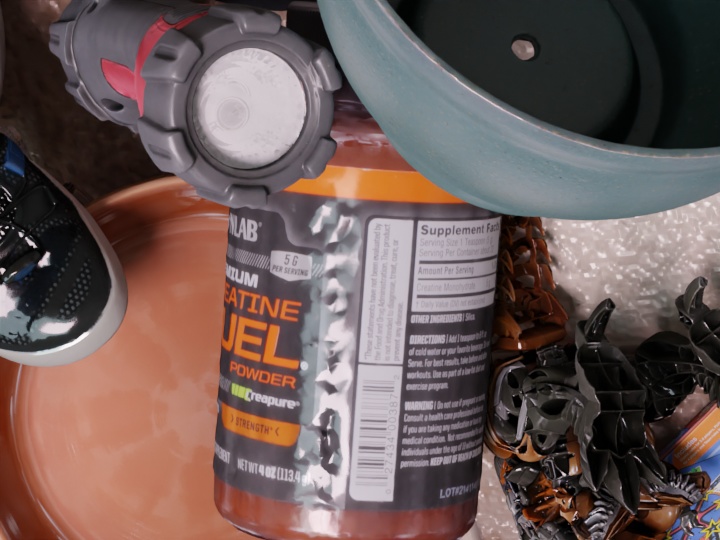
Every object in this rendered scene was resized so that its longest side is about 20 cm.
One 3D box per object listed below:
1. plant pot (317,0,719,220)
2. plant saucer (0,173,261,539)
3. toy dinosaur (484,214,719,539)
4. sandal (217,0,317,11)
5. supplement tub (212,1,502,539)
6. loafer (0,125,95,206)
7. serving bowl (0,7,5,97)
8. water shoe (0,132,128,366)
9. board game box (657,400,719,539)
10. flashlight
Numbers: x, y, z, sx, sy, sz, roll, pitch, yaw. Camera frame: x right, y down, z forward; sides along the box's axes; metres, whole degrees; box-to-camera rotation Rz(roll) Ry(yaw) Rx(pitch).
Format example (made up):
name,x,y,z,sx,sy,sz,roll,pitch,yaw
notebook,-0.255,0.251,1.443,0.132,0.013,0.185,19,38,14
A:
name,x,y,z,sx,sy,sz,roll,pitch,yaw
plant pot,0.069,-0.099,0.744,0.200,0.201,0.134,37,153,4
plant saucer,-0.063,0.058,0.915,0.199,0.032,0.202,-1,98,-11
toy dinosaur,0.083,0.059,0.863,0.201,0.102,0.136,56,150,-9
sandal,-0.086,-0.145,0.871,0.199,0.043,0.077,15,122,20
supplement tub,0.000,0.000,0.849,0.106,0.107,0.202,7,97,24
loafer,-0.106,0.020,0.959,0.063,0.072,0.201,-27,112,-7
serving bowl,-0.242,-0.114,0.938,0.199,0.066,0.201,4,129,5
water shoe,-0.173,-0.040,0.845,0.200,0.079,0.072,43,87,9
board game box,0.133,0.140,0.927,0.103,0.019,0.200,40,126,1
flashlight,-0.067,-0.068,0.814,0.068,0.200,0.068,30,88,-21
